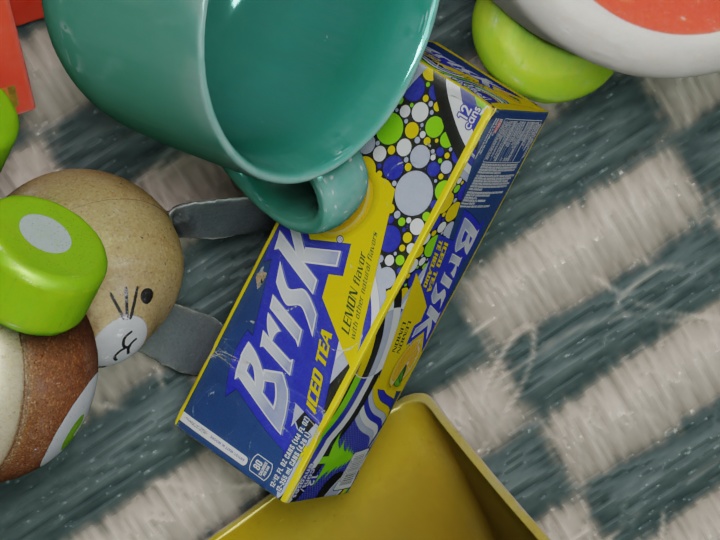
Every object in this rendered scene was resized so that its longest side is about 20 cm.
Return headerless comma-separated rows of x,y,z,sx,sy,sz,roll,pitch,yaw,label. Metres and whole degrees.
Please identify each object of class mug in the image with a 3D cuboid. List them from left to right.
-0.058,-0.108,1.127,0.152,0.114,0.185,-6,113,-52,mug

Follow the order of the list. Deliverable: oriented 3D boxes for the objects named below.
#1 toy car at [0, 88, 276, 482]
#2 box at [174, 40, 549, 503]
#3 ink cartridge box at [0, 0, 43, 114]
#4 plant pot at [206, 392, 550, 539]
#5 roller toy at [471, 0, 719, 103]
-0.120,0.015,1.188,0.200,0.158,0.164,-3,136,-40,toy car
0.000,0.000,1.224,0.070,0.064,0.200,34,105,23,box
-0.180,-0.104,1.154,0.200,0.050,0.109,-19,147,-9,ink cartridge box
0.023,0.212,1.255,0.200,0.200,0.176,-36,123,-3,plant pot
0.122,-0.180,1.194,0.182,0.140,0.200,-22,108,-8,roller toy
